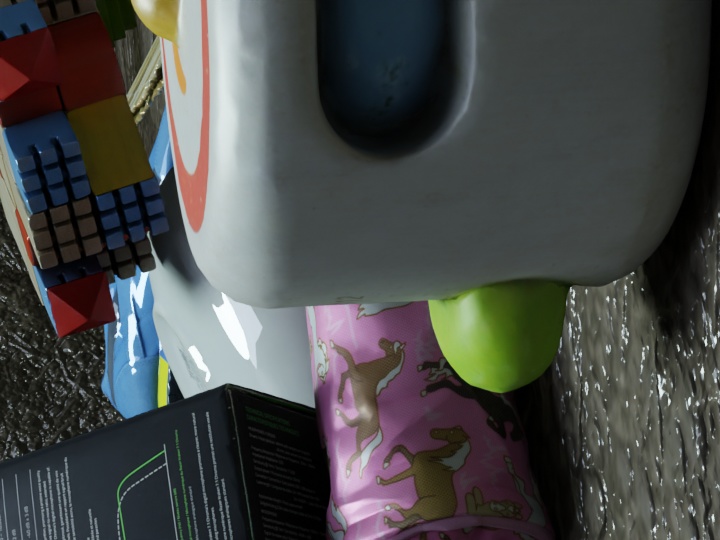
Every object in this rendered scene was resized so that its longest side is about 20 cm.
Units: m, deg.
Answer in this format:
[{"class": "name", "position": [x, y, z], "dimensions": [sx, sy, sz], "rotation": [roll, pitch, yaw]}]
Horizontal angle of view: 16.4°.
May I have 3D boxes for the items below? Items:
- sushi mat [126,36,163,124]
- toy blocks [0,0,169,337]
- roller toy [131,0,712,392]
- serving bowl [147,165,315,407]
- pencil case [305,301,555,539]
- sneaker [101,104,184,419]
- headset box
[{"class": "sushi mat", "position": [-0.071, -0.158, 1.212], "dimensions": [0.096, 0.012, 0.200], "rotation": [-45, 20, 55]}, {"class": "toy blocks", "position": [-0.121, -0.056, 0.996], "dimensions": [0.137, 0.100, 0.200], "rotation": [-122, 18, -53]}, {"class": "roller toy", "position": [0.006, -0.084, 0.682], "dimensions": [0.183, 0.140, 0.200], "rotation": [99, 165, -53]}, {"class": "serving bowl", "position": [-0.041, 0.040, 1.069], "dimensions": [0.200, 0.066, 0.200], "rotation": [59, 168, 22]}, {"class": "pencil case", "position": [0.015, 0.022, 0.878], "dimensions": [0.086, 0.083, 0.200], "rotation": [27, -135, -48]}, {"class": "sneaker", "position": [-0.092, -0.018, 1.182], "dimensions": [0.078, 0.066, 0.200], "rotation": [23, 114, 38]}, {"class": "headset box", "position": [-0.080, 0.128, 0.939], "dimensions": [0.174, 0.200, 0.093], "rotation": [24, -129, -56]}]
